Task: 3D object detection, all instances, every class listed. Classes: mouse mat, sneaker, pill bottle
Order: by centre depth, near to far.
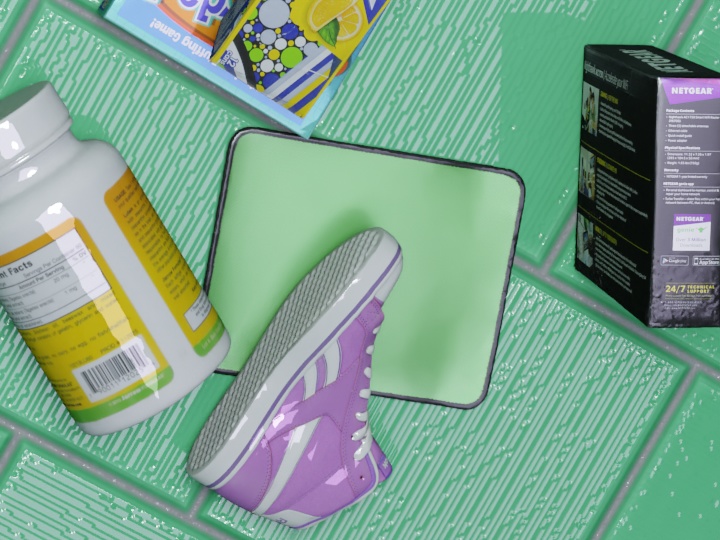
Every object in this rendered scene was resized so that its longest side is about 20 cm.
[{"bbox_3d":[-0.173,-0.010,1.719,0.111,0.111,0.201,-31,104,-3],"label":"pill bottle"},{"bbox_3d":[-0.011,0.074,1.785,0.114,0.073,0.201,32,104,-18],"label":"sneaker"},{"bbox_3d":[0.000,0.000,1.807,0.199,0.008,0.162,9,99,-13],"label":"mouse mat"}]

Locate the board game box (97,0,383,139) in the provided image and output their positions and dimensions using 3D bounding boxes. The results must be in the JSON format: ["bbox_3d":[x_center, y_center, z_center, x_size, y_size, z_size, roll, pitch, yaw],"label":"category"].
[{"bbox_3d":[-0.048,-0.206,1.740,0.152,0.045,0.201,29,95,-15],"label":"board game box"}]

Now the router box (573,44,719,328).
[{"bbox_3d":[0.178,-0.056,1.729,0.051,0.200,0.150,0,101,-8],"label":"router box"}]

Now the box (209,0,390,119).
[{"bbox_3d":[-0.006,-0.192,1.657,0.070,0.064,0.200,31,118,-14],"label":"box"}]
